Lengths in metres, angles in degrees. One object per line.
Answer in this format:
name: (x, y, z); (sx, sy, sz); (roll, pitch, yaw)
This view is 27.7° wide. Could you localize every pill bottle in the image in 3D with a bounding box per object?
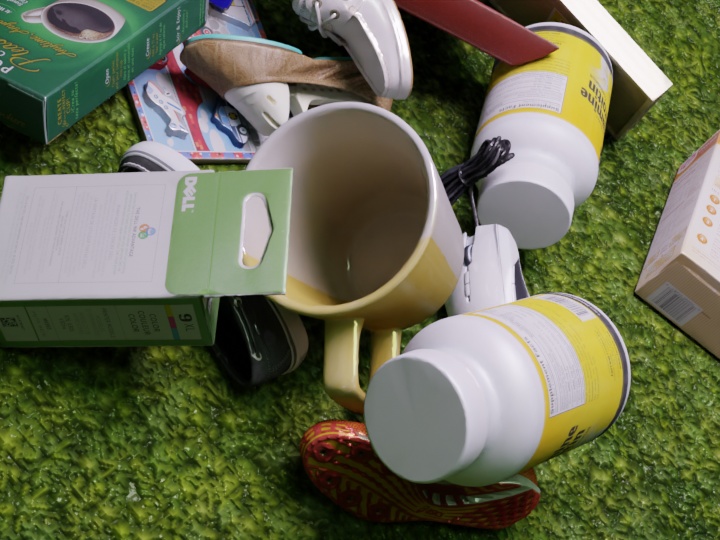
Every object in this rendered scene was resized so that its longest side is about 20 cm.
pill bottle: (0.092, 0.082, 0.989); (0.199, 0.112, 0.112); (-11, 65, -52)
pill bottle: (0.157, -0.117, 1.276); (0.112, 0.112, 0.201); (29, 47, -14)

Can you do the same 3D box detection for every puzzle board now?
puzzle board: (-0.130, -0.174, 1.187); (0.150, 0.017, 0.201); (-4, 62, -36)

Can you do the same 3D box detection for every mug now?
mug: (-0.004, -0.008, 1.049); (0.149, 0.187, 0.153); (30, -3, 24)

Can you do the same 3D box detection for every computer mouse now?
computer mouse: (0.095, 0.001, 1.160); (0.044, 0.109, 0.201); (14, 56, -48)

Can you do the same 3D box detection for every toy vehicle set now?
toy vehicle set: (0.201, -0.221, 1.378); (0.026, 0.124, 0.200); (-41, 86, -12)

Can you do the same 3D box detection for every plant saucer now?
plant saucer: (0.047, -0.245, 1.273); (0.199, 0.037, 0.200); (20, 15, -36)

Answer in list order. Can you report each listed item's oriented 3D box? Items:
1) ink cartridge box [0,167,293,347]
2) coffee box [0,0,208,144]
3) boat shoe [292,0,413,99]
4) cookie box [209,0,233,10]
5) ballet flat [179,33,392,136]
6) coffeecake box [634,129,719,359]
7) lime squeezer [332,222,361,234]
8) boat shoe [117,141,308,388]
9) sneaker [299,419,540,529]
ink cartridge box: (-0.141, -0.008, 0.962); (0.198, 0.059, 0.104); (-2, 54, 5)
coffee box: (-0.217, -0.177, 1.078); (0.122, 0.044, 0.200); (25, 44, 16)
boat shoe: (-0.023, -0.217, 1.166); (0.069, 0.071, 0.201); (-20, 71, -21)
cookie box: (-0.148, -0.340, 1.243); (0.170, 0.075, 0.201); (29, 41, -13)
ballet flat: (-0.052, -0.142, 1.175); (0.199, 0.068, 0.073); (3, 76, -39)
coffeecake box: (0.358, -0.015, 1.369); (0.153, 0.073, 0.200); (37, 46, -7)
lime squeezer: (-0.016, -0.043, 1.157); (0.071, 0.038, 0.200); (45, 46, 1)
boat shoe: (-0.119, -0.001, 1.041); (0.066, 0.070, 0.201); (-33, 88, -46)
sneaker: (0.038, 0.138, 1.055); (0.199, 0.073, 0.077); (17, 33, -32)
